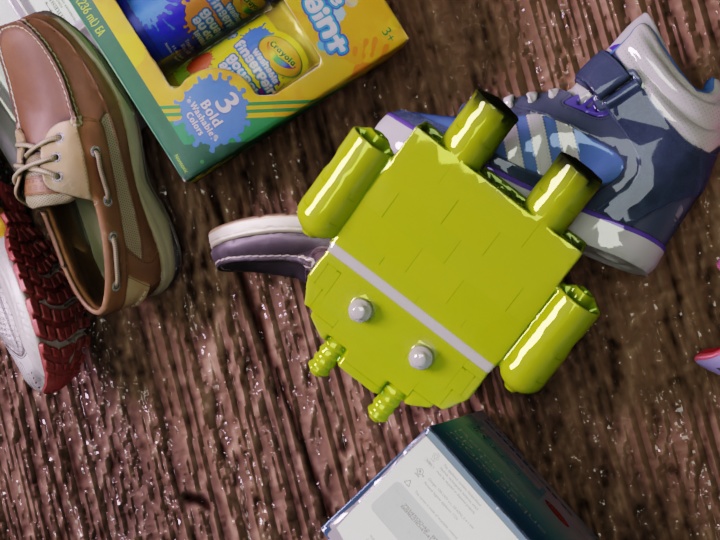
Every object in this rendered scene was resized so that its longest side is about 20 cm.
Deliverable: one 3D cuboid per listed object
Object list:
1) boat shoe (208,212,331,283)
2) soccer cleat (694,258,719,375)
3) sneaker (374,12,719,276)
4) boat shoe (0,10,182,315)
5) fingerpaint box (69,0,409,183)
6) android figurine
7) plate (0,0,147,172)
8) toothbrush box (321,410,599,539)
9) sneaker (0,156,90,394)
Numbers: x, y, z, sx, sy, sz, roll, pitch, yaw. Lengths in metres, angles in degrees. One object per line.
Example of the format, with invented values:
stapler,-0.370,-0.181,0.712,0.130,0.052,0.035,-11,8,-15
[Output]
boat shoe,0.000,0.000,0.954,0.199,0.072,0.065,2,83,7
soccer cleat,0.253,-0.027,0.901,0.076,0.067,0.201,10,92,18
sneaker,0.123,-0.098,0.929,0.200,0.081,0.147,25,88,15
boat shoe,-0.181,-0.064,0.958,0.076,0.074,0.200,-11,109,41
fingerpaint box,-0.092,-0.182,0.947,0.167,0.073,0.200,-32,94,-1
android figurine,0.047,-0.001,0.890,0.182,0.041,0.200,39,106,3
plate,-0.196,-0.181,1.006,0.200,0.032,0.200,-33,92,8
toothbrush box,0.075,0.164,0.862,0.085,0.200,0.146,-43,78,6
sneaker,-0.251,0.000,1.014,0.082,0.078,0.200,-37,71,13
